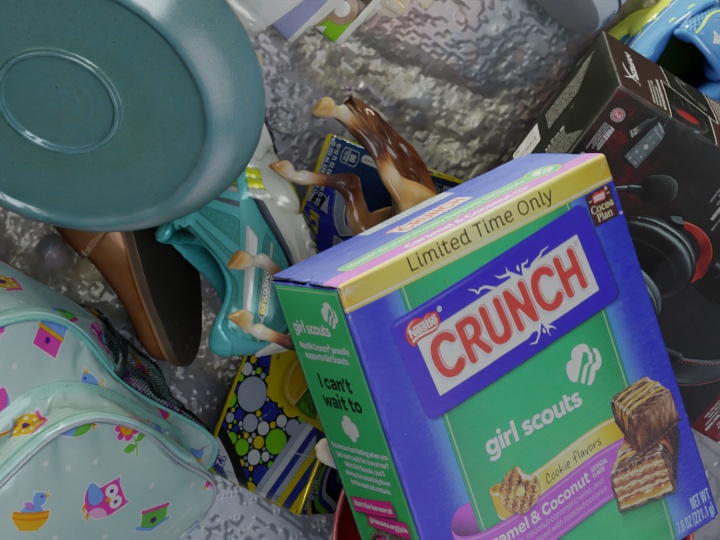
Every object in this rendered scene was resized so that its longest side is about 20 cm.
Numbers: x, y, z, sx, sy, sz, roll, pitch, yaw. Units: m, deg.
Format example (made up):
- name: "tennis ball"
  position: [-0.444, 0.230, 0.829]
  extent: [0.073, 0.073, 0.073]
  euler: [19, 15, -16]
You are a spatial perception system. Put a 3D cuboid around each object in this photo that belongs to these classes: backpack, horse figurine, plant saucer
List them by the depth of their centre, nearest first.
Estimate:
- name: "plant saucer"
  position: [-0.146, -0.089, 1.121]
  extent: [0.199, 0.027, 0.201]
  euler: [8, 134, 8]
- name: "horse figurine"
  position: [0.000, 0.000, 1.160]
  extent: [0.132, 0.050, 0.201]
  euler: [37, 55, -26]
- name: "backpack"
  position: [-0.186, 0.096, 1.173]
  extent: [0.176, 0.153, 0.200]
  euler: [-45, 128, -1]

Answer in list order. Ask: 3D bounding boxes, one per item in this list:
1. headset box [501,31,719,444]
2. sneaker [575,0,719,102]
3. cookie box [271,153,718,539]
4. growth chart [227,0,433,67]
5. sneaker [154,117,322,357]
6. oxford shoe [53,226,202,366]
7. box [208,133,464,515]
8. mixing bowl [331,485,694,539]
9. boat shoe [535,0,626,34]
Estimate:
- name: "headset box"
  position: [0.172, -0.011, 1.232]
  extent: [0.199, 0.075, 0.149]
  euler: [30, 114, -17]
- name: "sneaker"
  position: [0.209, -0.141, 1.270]
  extent: [0.200, 0.105, 0.076]
  euler: [-45, 106, -1]
- name: "cookie box"
  position: [0.068, 0.064, 1.119]
  extent: [0.171, 0.075, 0.201]
  euler: [-26, 104, -28]
- name: "growth chart"
  position: [-0.019, -0.191, 1.221]
  extent: [0.199, 0.018, 0.145]
  euler: [-30, 109, 19]
- name: "sneaker"
  position: [-0.081, -0.048, 1.207]
  extent: [0.079, 0.078, 0.201]
  euler: [-21, 75, -9]
- name: "oxford shoe"
  position: [-0.143, -0.035, 1.243]
  extent: [0.071, 0.071, 0.201]
  euler: [-16, 107, 22]
- name: "box"
  position: [-0.013, 0.031, 1.260]
  extent: [0.070, 0.064, 0.201]
  euler: [23, 96, 24]
- name: "mixing bowl"
  position: [0.071, 0.139, 1.248]
  extent: [0.199, 0.108, 0.201]
  euler: [-1, 97, -12]
- name: "boat shoe"
  position: [0.086, -0.225, 1.249]
  extent: [0.200, 0.072, 0.066]
  euler: [48, 70, -8]
